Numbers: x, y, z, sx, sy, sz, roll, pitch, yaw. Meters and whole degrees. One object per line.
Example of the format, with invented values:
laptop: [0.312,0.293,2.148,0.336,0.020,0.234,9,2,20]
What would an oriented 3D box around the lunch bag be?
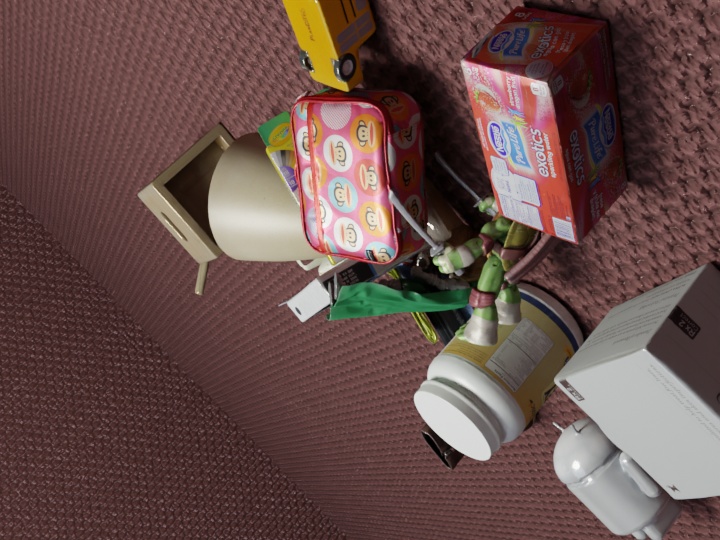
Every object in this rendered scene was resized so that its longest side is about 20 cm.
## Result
lunch bag: [-0.011,-0.115,1.139,0.176,0.082,0.201,11,115,38]

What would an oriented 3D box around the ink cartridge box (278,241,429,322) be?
ink cartridge box: [0.000,0.000,1.325,0.043,0.198,0.200,59,158,0]

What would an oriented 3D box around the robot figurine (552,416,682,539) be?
robot figurine: [0.346,0.280,1.328,0.200,0.113,0.170,45,156,-3]

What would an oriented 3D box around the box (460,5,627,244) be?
box: [0.178,-0.136,0.914,0.100,0.095,0.200,24,150,39]

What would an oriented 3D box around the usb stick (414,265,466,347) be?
usb stick: [0.130,0.083,1.333,0.033,0.056,0.200,-11,122,38]

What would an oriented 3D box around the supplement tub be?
supplement tub: [0.176,0.128,1.239,0.144,0.200,0.145,36,157,18]

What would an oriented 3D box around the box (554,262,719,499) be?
box: [0.351,0.126,1.029,0.199,0.131,0.200,44,158,-1]

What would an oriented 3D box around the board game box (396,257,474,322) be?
board game box: [0.111,0.033,1.392,0.200,0.019,0.103,26,150,53]

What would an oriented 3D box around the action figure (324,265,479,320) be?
action figure: [0.063,0.026,1.176,0.118,0.199,0.055,131,138,-70]

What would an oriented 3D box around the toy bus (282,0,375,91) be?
toy bus: [-0.040,-0.293,1.036,0.065,0.078,0.200,25,151,37]

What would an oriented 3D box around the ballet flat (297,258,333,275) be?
ballet flat: [-0.057,-0.022,1.547,0.200,0.071,0.069,25,150,38]

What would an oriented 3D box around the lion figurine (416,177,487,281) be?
lion figurine: [0.091,-0.067,1.213,0.072,0.122,0.201,-29,90,34]

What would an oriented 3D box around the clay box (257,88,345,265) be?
clay box: [-0.037,-0.120,1.242,0.201,0.115,0.048,60,175,-3]

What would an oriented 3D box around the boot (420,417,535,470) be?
boot: [0.175,0.229,1.450,0.072,0.167,0.200,18,154,46]

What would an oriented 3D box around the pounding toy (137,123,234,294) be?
pounding toy: [-0.251,-0.096,1.602,0.200,0.184,0.142,50,157,-13]

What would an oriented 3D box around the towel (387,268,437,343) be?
towel: [0.070,0.045,1.336,0.086,0.018,0.200,60,-178,-8]

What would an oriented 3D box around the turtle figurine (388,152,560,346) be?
turtle figurine: [0.128,-0.027,1.103,0.144,0.199,0.195,-90,1,-66]

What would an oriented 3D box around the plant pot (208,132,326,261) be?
plant pot: [-0.077,-0.091,1.360,0.199,0.188,0.188,11,143,31]
